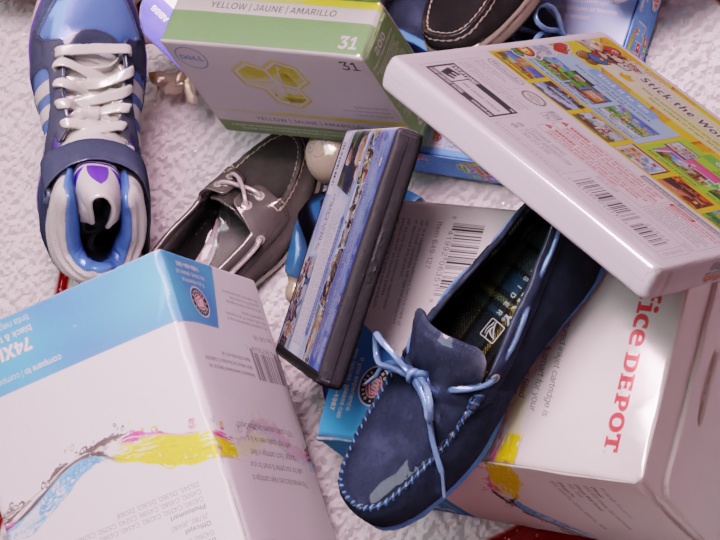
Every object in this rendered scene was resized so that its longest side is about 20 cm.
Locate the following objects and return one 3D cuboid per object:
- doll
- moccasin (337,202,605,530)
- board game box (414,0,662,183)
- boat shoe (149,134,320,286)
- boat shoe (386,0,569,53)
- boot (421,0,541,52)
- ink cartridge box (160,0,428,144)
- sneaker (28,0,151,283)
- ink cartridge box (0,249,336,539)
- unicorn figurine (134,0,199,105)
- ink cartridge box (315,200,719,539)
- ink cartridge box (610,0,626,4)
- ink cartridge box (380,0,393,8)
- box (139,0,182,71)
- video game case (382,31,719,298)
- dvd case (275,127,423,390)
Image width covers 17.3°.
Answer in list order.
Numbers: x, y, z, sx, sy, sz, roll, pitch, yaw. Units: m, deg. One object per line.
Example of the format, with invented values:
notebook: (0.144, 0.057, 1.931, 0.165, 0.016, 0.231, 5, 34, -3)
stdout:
doll: (0.000, 0.000, 1.456, 0.136, 0.048, 0.201, -30, 57, 37)
moccasin: (0.047, 0.039, 1.233, 0.080, 0.068, 0.201, 29, 84, 34)
board game box: (0.108, -0.151, 1.486, 0.150, 0.037, 0.201, 10, 74, 31)
boat shoe: (-0.095, -0.012, 1.517, 0.067, 0.057, 0.200, 33, 85, 35)
boat shoe: (0.091, -0.134, 1.417, 0.200, 0.084, 0.069, 34, 82, 32)
boot: (0.065, -0.236, 1.366, 0.073, 0.151, 0.201, 14, 66, 40)
ink cartridge box: (-0.053, -0.149, 1.402, 0.145, 0.200, 0.048, 8, 65, 28)
sneaker: (-0.166, -0.090, 1.512, 0.146, 0.080, 0.201, -133, 46, -66)
ink cartridge box: (-0.121, 0.115, 1.388, 0.145, 0.147, 0.201, -23, 75, 16)
unicorn figurine: (-0.113, -0.212, 1.620, 0.137, 0.074, 0.201, -33, 72, 7)
ink cartridge box: (0.108, 0.060, 1.321, 0.199, 0.145, 0.148, 7, 71, 30)
ink cartridge box: (0.221, -0.265, 1.442, 0.199, 0.057, 0.163, -22, 52, 12)
ink cartridge box: (-0.036, -0.254, 1.497, 0.200, 0.086, 0.148, 43, 84, 16)
box: (-0.050, -0.202, 1.555, 0.119, 0.041, 0.200, 43, 86, 11)
video game case: (0.138, -0.061, 1.251, 0.200, 0.181, 0.023, 41, 124, 31)
dvd case: (-0.009, -0.011, 1.341, 0.017, 0.200, 0.144, 18, 90, -9)
